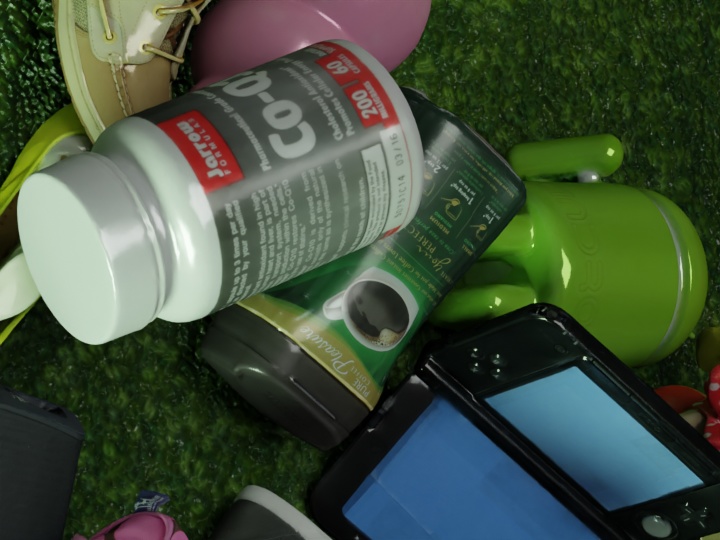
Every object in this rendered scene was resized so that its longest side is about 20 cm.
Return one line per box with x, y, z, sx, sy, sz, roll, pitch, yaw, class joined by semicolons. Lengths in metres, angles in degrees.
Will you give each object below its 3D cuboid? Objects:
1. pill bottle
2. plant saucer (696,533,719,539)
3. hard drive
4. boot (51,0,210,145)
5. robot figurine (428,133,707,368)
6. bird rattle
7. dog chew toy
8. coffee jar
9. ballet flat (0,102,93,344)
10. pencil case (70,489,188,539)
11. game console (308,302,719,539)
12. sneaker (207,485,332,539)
-0.075;-0.041;1.602;0.199;0.114;0.115;-24;97;-30;pill bottle
0.288;0.183;2.000;0.199;0.031;0.202;9;76;-38;plant saucer
-0.239;0.116;1.571;0.199;0.042;0.136;15;84;-35;hard drive
-0.091;-0.154;1.666;0.073;0.155;0.201;20;54;-67;boot
0.132;0.004;1.854;0.199;0.115;0.177;1;82;-39;robot figurine
0.220;0.102;1.858;0.113;0.162;0.200;67;15;-4;bird rattle
-0.042;-0.127;1.742;0.124;0.124;0.201;41;67;-25;dog chew toy
0.000;0.000;1.733;0.104;0.085;0.200;42;80;-32;coffee jar
-0.175;-0.021;1.644;0.067;0.067;0.200;48;56;-19;ballet flat
-0.086;0.221;1.604;0.091;0.093;0.201;-45;114;-32;pencil case
0.105;0.137;1.768;0.200;0.175;0.117;41;54;-21;game console
-0.021;0.211;1.676;0.099;0.199;0.071;-45;154;-26;sneaker
